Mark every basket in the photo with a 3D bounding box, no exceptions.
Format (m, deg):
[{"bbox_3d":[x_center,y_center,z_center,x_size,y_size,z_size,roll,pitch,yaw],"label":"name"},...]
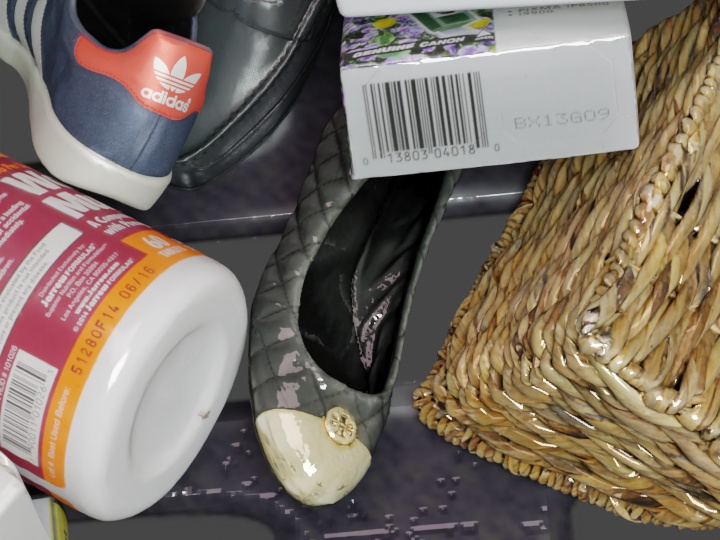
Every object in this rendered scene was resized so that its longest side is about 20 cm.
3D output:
[{"bbox_3d":[0.141,0.003,0.926,0.142,0.149,0.201,35,64,-12],"label":"basket"}]

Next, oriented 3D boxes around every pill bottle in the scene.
[{"bbox_3d":[-0.153,0.009,0.928,0.199,0.110,0.110,26,66,19],"label":"pill bottle"}]

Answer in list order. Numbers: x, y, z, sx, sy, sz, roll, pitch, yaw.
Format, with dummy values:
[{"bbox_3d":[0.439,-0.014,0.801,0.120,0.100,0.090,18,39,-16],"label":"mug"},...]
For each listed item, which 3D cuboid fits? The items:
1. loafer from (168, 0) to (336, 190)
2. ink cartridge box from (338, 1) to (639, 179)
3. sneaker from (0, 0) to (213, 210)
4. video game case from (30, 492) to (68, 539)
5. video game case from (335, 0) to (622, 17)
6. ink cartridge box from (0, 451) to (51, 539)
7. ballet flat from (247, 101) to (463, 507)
[{"bbox_3d":[-0.039,-0.129,1.005,0.068,0.070,0.201,28,81,19],"label":"loafer"},{"bbox_3d":[0.050,-0.102,0.947,0.108,0.051,0.200,-6,26,5],"label":"ink cartridge box"},{"bbox_3d":[-0.108,-0.110,0.979,0.085,0.075,0.200,-58,40,20],"label":"sneaker"},{"bbox_3d":[-0.202,0.183,0.879,0.199,0.026,0.182,-9,59,1],"label":"video game case"},{"bbox_3d":[0.108,-0.137,0.914,0.199,0.023,0.182,-2,22,17],"label":"video game case"},{"bbox_3d":[-0.227,0.128,0.851,0.146,0.084,0.200,32,67,22],"label":"ink cartridge box"},{"bbox_3d":[0.000,0.000,0.937,0.057,0.066,0.201,-21,45,44],"label":"ballet flat"}]
